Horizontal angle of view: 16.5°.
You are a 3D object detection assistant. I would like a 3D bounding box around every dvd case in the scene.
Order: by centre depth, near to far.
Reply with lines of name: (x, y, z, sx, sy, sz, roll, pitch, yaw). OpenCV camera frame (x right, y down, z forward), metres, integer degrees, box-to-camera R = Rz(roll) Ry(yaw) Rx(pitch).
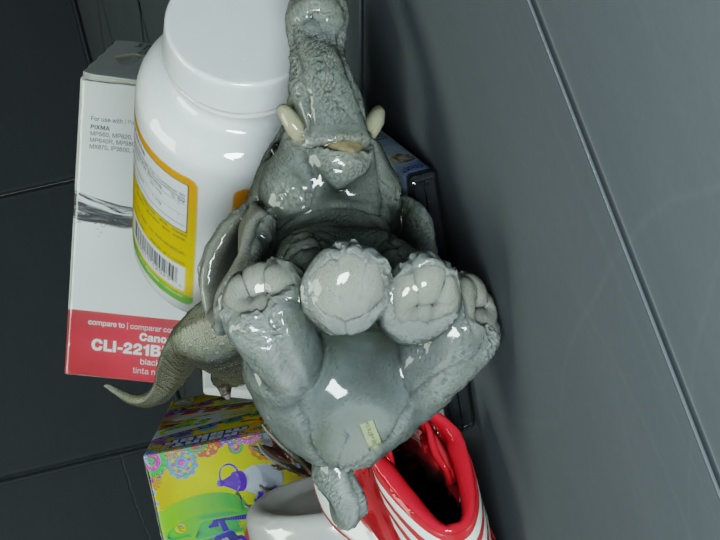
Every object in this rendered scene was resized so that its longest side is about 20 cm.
dvd case: (0.013, -0.010, 1.356, 0.200, 0.017, 0.144, -136, 35, -66)

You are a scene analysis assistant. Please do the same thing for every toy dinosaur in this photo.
toy dinosaur: (-0.051, 0.034, 1.354, 0.102, 0.198, 0.078, 51, -136, -62)
toy dinosaur: (-0.022, 0.159, 1.653, 0.181, 0.199, 0.106, 34, 108, 59)

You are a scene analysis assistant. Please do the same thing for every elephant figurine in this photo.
elephant figurine: (-0.014, -0.013, 1.218, 0.141, 0.155, 0.201, 41, -162, -37)

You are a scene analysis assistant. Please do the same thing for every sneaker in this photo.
sneaker: (0.025, 0.099, 1.312, 0.200, 0.078, 0.116, 46, 150, 51)

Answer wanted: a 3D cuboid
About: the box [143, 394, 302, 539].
box: (-0.075, 0.202, 1.865, 0.193, 0.121, 0.202, -76, -25, -80)

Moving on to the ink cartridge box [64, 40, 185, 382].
ink cartridge box: (-0.141, -0.042, 1.663, 0.144, 0.083, 0.202, -71, -14, -75)

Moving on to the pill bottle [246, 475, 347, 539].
pill bottle: (0.004, 0.228, 1.506, 0.114, 0.113, 0.202, -145, 43, -78)

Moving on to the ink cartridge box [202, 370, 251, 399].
ink cartridge box: (-0.077, -0.040, 1.666, 0.176, 0.044, 0.201, 91, -176, -64)

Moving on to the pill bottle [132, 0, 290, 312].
pill bottle: (-0.068, -0.070, 1.350, 0.201, 0.110, 0.112, 99, 158, -55)
